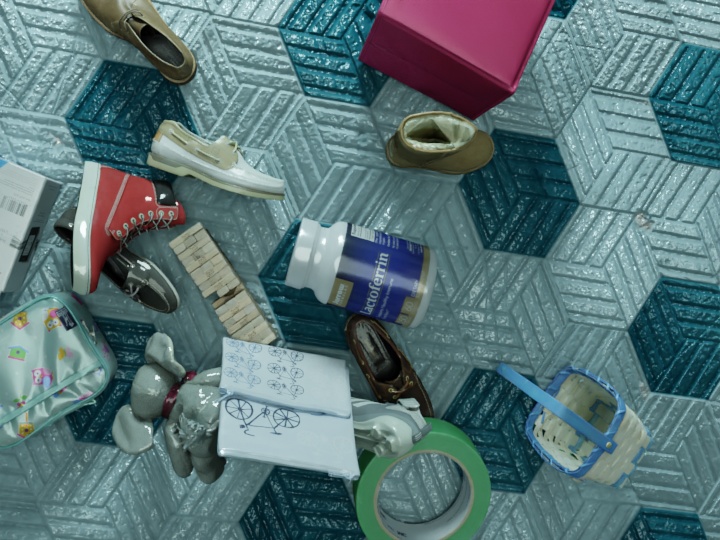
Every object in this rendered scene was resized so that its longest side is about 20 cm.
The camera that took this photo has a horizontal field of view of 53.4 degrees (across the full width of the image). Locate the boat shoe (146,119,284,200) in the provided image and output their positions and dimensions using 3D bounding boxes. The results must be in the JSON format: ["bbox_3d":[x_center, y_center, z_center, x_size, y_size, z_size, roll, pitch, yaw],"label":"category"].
[{"bbox_3d":[-0.194,-0.151,0.990,0.195,0.075,0.070,17,95,-6],"label":"boat shoe"}]

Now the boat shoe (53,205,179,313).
[{"bbox_3d":[-0.334,-0.006,0.975,0.200,0.067,0.057,45,43,0],"label":"boat shoe"}]

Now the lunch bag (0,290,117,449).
[{"bbox_3d":[-0.438,0.134,0.969,0.197,0.077,0.163,-31,94,-5],"label":"lunch bag"}]

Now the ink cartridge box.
[{"bbox_3d":[-0.501,-0.049,0.961,0.113,0.067,0.204,22,89,-7],"label":"ink cartridge box"}]

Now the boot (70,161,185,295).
[{"bbox_3d":[-0.300,-0.050,0.933,0.141,0.073,0.204,12,49,-23],"label":"boot"}]

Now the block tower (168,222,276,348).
[{"bbox_3d":[-0.188,0.032,1.006,0.053,0.058,0.202,-33,97,-4],"label":"block tower"}]

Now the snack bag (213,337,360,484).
[{"bbox_3d":[-0.094,0.171,0.913,0.184,0.202,0.022,14,123,-15],"label":"snack bag"}]

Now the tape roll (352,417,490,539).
[{"bbox_3d":[0.087,0.315,1.026,0.195,0.048,0.206,-2,105,-7],"label":"tape roll"}]

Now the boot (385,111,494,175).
[{"bbox_3d":[0.122,-0.169,0.961,0.170,0.200,0.068,-6,92,-6],"label":"boot"}]

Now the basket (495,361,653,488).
[{"bbox_3d":[0.296,0.207,1.004,0.199,0.176,0.140,38,91,-17],"label":"basket"}]

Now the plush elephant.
[{"bbox_3d":[-0.240,0.179,0.957,0.153,0.200,0.167,31,86,16],"label":"plush elephant"}]

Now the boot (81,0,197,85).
[{"bbox_3d":[-0.306,-0.341,0.972,0.199,0.075,0.074,41,89,-5],"label":"boot"}]

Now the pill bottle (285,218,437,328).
[{"bbox_3d":[0.000,0.000,0.995,0.195,0.116,0.119,15,90,-6],"label":"pill bottle"}]

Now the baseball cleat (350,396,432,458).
[{"bbox_3d":[0.016,0.208,0.993,0.105,0.198,0.072,-16,109,-38],"label":"baseball cleat"}]

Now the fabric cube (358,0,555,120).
[{"bbox_3d":[0.131,-0.349,0.958,0.196,0.200,0.200,26,88,-7],"label":"fabric cube"}]

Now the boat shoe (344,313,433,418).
[{"bbox_3d":[0.042,0.151,1.027,0.070,0.070,0.202,-37,97,-8],"label":"boat shoe"}]
